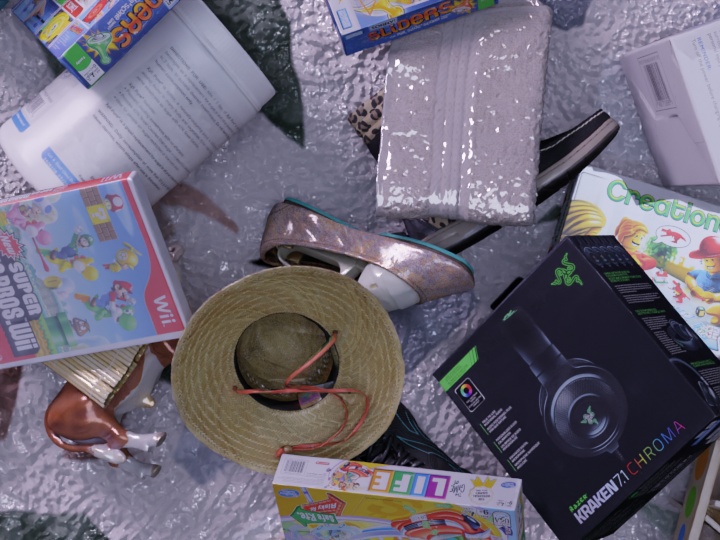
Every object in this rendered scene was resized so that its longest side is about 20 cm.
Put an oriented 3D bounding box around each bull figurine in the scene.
[{"bbox_3d":[-0.182,0.075,1.438,0.121,0.065,0.200,34,94,15],"label":"bull figurine"}]

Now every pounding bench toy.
[{"bbox_3d":[0.366,0.207,1.439,0.199,0.124,0.157,16,90,-3],"label":"pounding bench toy"}]

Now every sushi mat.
[{"bbox_3d":[-0.261,0.023,1.427,0.200,0.012,0.096,32,93,19],"label":"sushi mat"}]

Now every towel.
[{"bbox_3d":[0.085,-0.133,1.387,0.132,0.034,0.201,4,72,5],"label":"towel"}]

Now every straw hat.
[{"bbox_3d":[-0.064,0.066,1.410,0.200,0.085,0.202,-5,119,-9],"label":"straw hat"}]

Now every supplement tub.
[{"bbox_3d":[-0.184,-0.128,1.406,0.200,0.132,0.132,-40,92,-1],"label":"supplement tub"}]

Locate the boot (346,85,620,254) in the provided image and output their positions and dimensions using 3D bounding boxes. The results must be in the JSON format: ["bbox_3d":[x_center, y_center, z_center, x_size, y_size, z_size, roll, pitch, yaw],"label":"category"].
[{"bbox_3d":[0.100,-0.115,1.435,0.200,0.073,0.151,-34,81,7],"label":"boot"}]

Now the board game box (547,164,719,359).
[{"bbox_3d":[0.263,-0.003,1.474,0.199,0.035,0.127,17,90,-2],"label":"board game box"}]

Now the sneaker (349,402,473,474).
[{"bbox_3d":[0.037,0.160,1.448,0.200,0.079,0.076,35,90,-1],"label":"sneaker"}]

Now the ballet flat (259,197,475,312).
[{"bbox_3d":[0.000,0.000,1.415,0.199,0.068,0.067,19,68,32],"label":"ballet flat"}]

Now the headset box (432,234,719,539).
[{"bbox_3d":[0.182,0.090,1.387,0.174,0.093,0.200,-47,68,25],"label":"headset box"}]

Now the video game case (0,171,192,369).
[{"bbox_3d":[-0.246,0.004,1.368,0.199,0.017,0.143,-10,115,17],"label":"video game case"}]

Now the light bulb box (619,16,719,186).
[{"bbox_3d":[0.340,-0.157,1.392,0.199,0.198,0.125,-20,94,-3],"label":"light bulb box"}]

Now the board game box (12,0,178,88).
[{"bbox_3d":[-0.202,-0.224,1.365,0.135,0.200,0.034,-45,118,-1],"label":"board game box"}]

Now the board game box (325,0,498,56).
[{"bbox_3d":[0.018,-0.287,1.417,0.135,0.034,0.201,-20,66,-2],"label":"board game box"}]

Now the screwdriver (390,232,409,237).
[{"bbox_3d":[0.077,-0.043,1.471,0.199,0.028,0.029,-28,121,-3],"label":"screwdriver"}]

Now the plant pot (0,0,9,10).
[{"bbox_3d":[-0.346,-0.299,1.347,0.141,0.200,0.141,42,89,12],"label":"plant pot"}]

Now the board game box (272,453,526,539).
[{"bbox_3d":[0.036,0.216,1.405,0.199,0.034,0.135,4,133,15],"label":"board game box"}]
